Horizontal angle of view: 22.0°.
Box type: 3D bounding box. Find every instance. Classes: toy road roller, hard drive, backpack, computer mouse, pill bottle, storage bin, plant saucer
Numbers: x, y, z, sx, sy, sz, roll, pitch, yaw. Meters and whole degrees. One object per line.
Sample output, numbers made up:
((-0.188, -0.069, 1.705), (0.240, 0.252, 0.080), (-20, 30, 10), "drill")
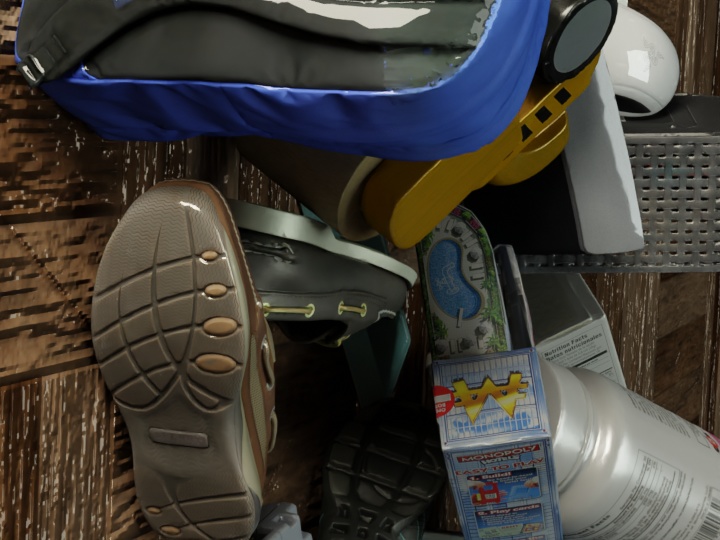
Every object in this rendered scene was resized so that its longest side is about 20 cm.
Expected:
((0.040, -0.088, 0.968), (0.200, 0.123, 0.146), (-43, 152, -14), "toy road roller")
((0.092, -0.102, 1.089), (0.042, 0.135, 0.200), (-22, 103, -31), "hard drive")
((-0.016, -0.129, 0.785), (0.168, 0.200, 0.163), (30, 66, -68), "backpack")
((0.118, -0.154, 1.181), (0.044, 0.200, 0.110), (143, -42, -72), "computer mouse")
((0.160, 0.132, 1.255), (0.200, 0.113, 0.113), (29, 65, -39), "pill bottle")
((0.152, -0.061, 1.237), (0.135, 0.200, 0.094), (-78, 167, -73), "storage bin")
((0.000, 0.000, 1.127), (0.200, 0.019, 0.070), (74, 28, -43), "plant saucer")

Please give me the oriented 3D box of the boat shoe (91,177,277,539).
((-0.076, 0.037, 0.856), (0.072, 0.076, 0.200), (-66, 162, -51), "boat shoe")

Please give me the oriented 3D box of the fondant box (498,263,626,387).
((0.145, 0.058, 1.366), (0.200, 0.058, 0.144), (68, -4, -46), "fondant box")

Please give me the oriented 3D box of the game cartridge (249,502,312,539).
((-0.069, 0.214, 0.938), (0.200, 0.040, 0.133), (-35, 117, -65), "game cartridge")

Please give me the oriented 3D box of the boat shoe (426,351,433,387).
((0.090, 0.108, 1.321), (0.200, 0.071, 0.069), (51, 45, -64), "boat shoe")

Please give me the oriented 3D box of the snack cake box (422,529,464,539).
((0.101, 0.222, 1.314), (0.200, 0.115, 0.067), (25, 72, -70), "snack cake box")

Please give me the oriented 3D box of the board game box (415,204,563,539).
((0.074, 0.064, 1.070), (0.200, 0.062, 0.200), (68, 14, -76), "board game box")

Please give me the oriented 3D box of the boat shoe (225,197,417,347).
((-0.029, 0.008, 0.978), (0.201, 0.072, 0.061), (22, 81, -65), "boat shoe")

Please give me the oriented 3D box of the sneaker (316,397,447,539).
((0.000, 0.164, 1.116), (0.079, 0.075, 0.200), (106, 3, -50), "sneaker")

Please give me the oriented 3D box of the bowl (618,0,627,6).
((0.130, -0.220, 1.332), (0.201, 0.090, 0.201), (5, 90, -70), "bowl")
